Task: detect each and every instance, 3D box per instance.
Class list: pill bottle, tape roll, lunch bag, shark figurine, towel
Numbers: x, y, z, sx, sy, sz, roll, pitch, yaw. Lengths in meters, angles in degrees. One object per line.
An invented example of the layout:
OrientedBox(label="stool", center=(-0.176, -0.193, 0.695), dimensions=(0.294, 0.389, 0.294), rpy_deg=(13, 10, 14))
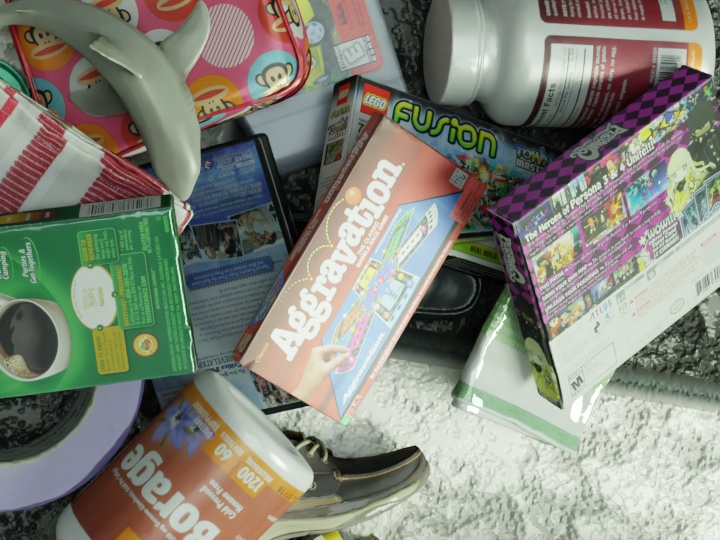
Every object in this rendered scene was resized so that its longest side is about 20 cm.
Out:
OrientedBox(label="pill bottle", center=(0.153, -0.163, 1.499), dimensions=(0.199, 0.113, 0.113), rpy_deg=(1, 92, -13))
OrientedBox(label="tape roll", center=(-0.256, 0.067, 1.428), dimensions=(0.199, 0.085, 0.201), rpy_deg=(-1, 93, -12))
OrientedBox(label="lunch bag", center=(-0.148, -0.180, 1.423), dimensions=(0.200, 0.082, 0.177), rpy_deg=(-18, 95, 8))
OrientedBox(label="pill bottle", center=(-0.138, 0.176, 1.399), dimensions=(0.112, 0.112, 0.200), rpy_deg=(44, 90, -10))
OrientedBox(label="shark figurine", center=(-0.190, -0.148, 1.353), dimensions=(0.214, 0.090, 0.128), rpy_deg=(27, 99, 4))
OrientedBox(label="towel", center=(-0.232, -0.038, 1.356), dimensions=(0.200, 0.023, 0.144), rpy_deg=(33, 103, -12))
OrientedBox(label="towel", center=(0.160, 0.033, 1.502), dimensions=(0.149, 0.031, 0.200), rpy_deg=(25, 95, -46))

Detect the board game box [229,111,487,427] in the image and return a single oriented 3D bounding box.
OrientedBox(label="board game box", center=(0.000, 0.000, 1.412), dimensions=(0.103, 0.019, 0.200), rpy_deg=(32, 86, -28))

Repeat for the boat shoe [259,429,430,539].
OrientedBox(label="boat shoe", center=(-0.046, 0.157, 1.484), dimensions=(0.200, 0.074, 0.073), rpy_deg=(-16, 95, -13))

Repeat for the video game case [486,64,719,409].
OrientedBox(label="video game case", center=(0.192, -0.023, 1.461), dimensions=(0.200, 0.036, 0.182), rpy_deg=(-36, 131, -21))

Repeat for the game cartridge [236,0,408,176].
OrientedBox(label="game cartridge", center=(-0.049, -0.179, 1.492), dimensions=(0.133, 0.041, 0.200), rpy_deg=(-20, 96, -8))

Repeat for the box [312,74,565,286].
OrientedBox(label="box", center=(0.063, -0.061, 1.481), dimensions=(0.200, 0.035, 0.110), rpy_deg=(17, 73, -29))

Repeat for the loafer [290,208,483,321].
OrientedBox(label="loafer", center=(-0.001, -0.003, 1.490), dimensions=(0.200, 0.070, 0.068), rpy_deg=(15, 87, -13))

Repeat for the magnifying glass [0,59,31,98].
OrientedBox(label="magnifying glass", center=(-0.310, -0.067, 1.443), dimensions=(0.080, 0.022, 0.200), rpy_deg=(37, 85, -12))

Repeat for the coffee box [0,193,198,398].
OrientedBox(label="coffee box", center=(-0.216, 0.020, 1.342), dimensions=(0.199, 0.044, 0.123), rpy_deg=(-8, 109, -3))

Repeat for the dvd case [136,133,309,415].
OrientedBox(label="dvd case", center=(-0.103, 0.012, 1.450), dimensions=(0.142, 0.018, 0.200), rpy_deg=(-13, 100, 20))

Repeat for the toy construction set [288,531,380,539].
OrientedBox(label="toy construction set", center=(-0.033, 0.269, 1.488), dimensions=(0.200, 0.092, 0.131), rpy_deg=(-35, 99, -21))
